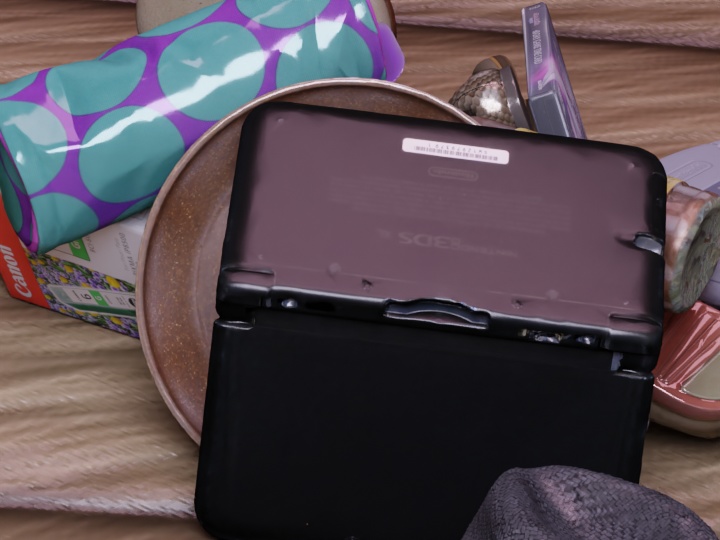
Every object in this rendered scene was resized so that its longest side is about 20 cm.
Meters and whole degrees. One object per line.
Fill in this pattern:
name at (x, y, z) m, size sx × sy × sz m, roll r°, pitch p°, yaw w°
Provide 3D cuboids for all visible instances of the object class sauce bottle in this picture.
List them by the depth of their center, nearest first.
sauce bottle at (0.076, -0.036, 1.452) m, size 0.199 × 0.065 × 0.065 m, roll 18°, pitch 25°, yaw 24°

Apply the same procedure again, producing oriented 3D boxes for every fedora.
fedora at (0.097, 0.141, 1.237) m, size 0.199 × 0.092 × 0.201 m, roll 7°, pitch 23°, yaw -3°

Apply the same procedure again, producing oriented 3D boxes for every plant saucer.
plant saucer at (-0.006, 0.010, 1.413) m, size 0.199 × 0.202 × 0.037 m, roll 7°, pitch 2°, yaw -1°

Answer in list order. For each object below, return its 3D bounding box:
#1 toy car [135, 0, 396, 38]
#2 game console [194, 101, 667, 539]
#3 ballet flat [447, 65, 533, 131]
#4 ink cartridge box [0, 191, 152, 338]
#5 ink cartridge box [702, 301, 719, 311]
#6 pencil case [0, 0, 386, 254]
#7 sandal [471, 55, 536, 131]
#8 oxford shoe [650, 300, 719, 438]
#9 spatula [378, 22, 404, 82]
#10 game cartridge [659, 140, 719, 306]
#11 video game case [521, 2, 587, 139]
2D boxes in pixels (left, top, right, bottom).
toy car at (-0.044, -0.158, 1.850) m, size 0.157 × 0.165 × 0.200 m, roll 11°, pitch 10°, yaw 9°
game console at (0.033, 0.031, 1.369) m, size 0.199 × 0.117 × 0.177 m, roll 7°, pitch 50°, yaw -1°
ballet flat at (0.079, -0.034, 1.564) m, size 0.046 × 0.200 × 0.068 m, roll -18°, pitch 54°, yaw 4°
ink cartridge box at (-0.155, -0.025, 1.535) m, size 0.199 × 0.109 × 0.050 m, roll 17°, pitch 59°, yaw 23°
ink cartridge box at (0.246, 0.017, 1.613) m, size 0.199 × 0.067 × 0.116 m, roll 1°, pitch 23°, yaw -13°
pencil case at (-0.087, -0.086, 1.443) m, size 0.199 × 0.085 × 0.093 m, roll -24°, pitch 54°, yaw -7°
sandal at (0.080, -0.072, 1.774) m, size 0.054 × 0.081 × 0.200 m, roll -11°, pitch 23°, yaw -3°
oxford shoe at (0.104, 0.025, 1.497) m, size 0.200 × 0.074 × 0.071 m, roll 35°, pitch 66°, yaw 15°
spatula at (-0.064, -0.072, 1.652) m, size 0.200 × 0.021 × 0.057 m, roll -35°, pitch 42°, yaw 7°
game cartridge at (0.208, -0.025, 1.566) m, size 0.133 × 0.041 × 0.200 m, roll 21°, pitch 25°, yaw 26°
video game case at (0.117, -0.057, 1.644) m, size 0.019 × 0.144 × 0.200 m, roll -16°, pitch 17°, yaw 8°
